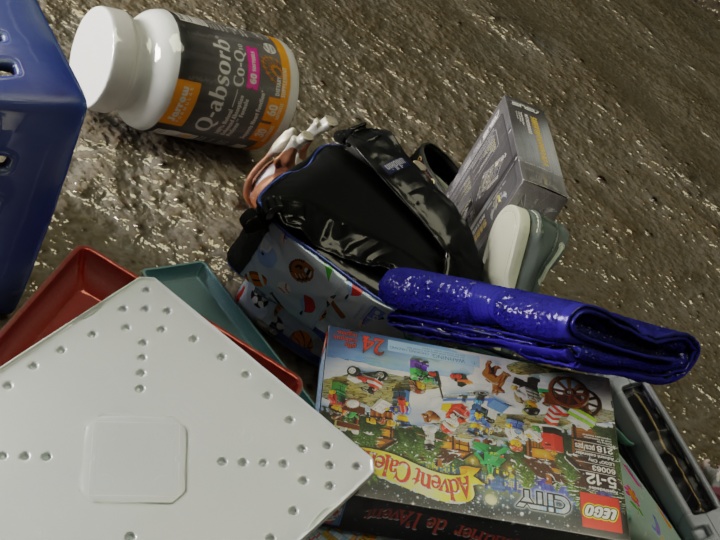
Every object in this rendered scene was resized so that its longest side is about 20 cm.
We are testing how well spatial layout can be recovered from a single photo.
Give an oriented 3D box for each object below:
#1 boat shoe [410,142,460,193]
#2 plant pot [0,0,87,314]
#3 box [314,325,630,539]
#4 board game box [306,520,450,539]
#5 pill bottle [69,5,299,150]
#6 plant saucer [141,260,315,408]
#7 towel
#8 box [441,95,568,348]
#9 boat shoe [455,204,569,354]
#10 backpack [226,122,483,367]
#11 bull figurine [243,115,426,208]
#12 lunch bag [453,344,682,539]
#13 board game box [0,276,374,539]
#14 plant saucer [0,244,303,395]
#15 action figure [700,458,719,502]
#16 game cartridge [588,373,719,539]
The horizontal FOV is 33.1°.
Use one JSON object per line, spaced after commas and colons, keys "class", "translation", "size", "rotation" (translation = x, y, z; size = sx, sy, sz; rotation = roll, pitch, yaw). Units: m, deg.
{"class": "boat shoe", "translation": [0.119, -0.055, 1.304], "size": [0.201, 0.063, 0.073], "rotation": [47, 31, 19]}
{"class": "plant pot", "translation": [-0.322, -0.100, 0.823], "size": [0.179, 0.201, 0.200], "rotation": [-4, 47, -38]}
{"class": "box", "translation": [0.068, 0.113, 0.782], "size": [0.199, 0.038, 0.137], "rotation": [11, 42, -6]}
{"class": "board game box", "translation": [-0.009, 0.209, 0.720], "size": [0.199, 0.041, 0.200], "rotation": [30, 46, 15]}
{"class": "pill bottle", "translation": [-0.168, -0.185, 1.160], "size": [0.199, 0.117, 0.117], "rotation": [6, 40, -38]}
{"class": "plant saucer", "translation": [-0.099, 0.070, 0.961], "size": [0.070, 0.019, 0.200], "rotation": [-9, 50, -49]}
{"class": "towel", "translation": [0.122, 0.043, 0.869], "size": [0.147, 0.050, 0.199], "rotation": [16, -3, -39]}
{"class": "box", "translation": [0.116, -0.042, 1.142], "size": [0.048, 0.201, 0.159], "rotation": [20, 32, -15]}
{"class": "boat shoe", "translation": [0.129, 0.047, 1.037], "size": [0.061, 0.201, 0.073], "rotation": [11, 7, -21]}
{"class": "backpack", "translation": [0.000, 0.000, 1.024], "size": [0.190, 0.155, 0.200], "rotation": [33, 39, 9]}
{"class": "bull figurine", "translation": [-0.010, -0.076, 1.162], "size": [0.199, 0.122, 0.065], "rotation": [10, 38, -25]}
{"class": "lunch bag", "translation": [0.147, 0.157, 0.923], "size": [0.170, 0.122, 0.200], "rotation": [41, 16, -47]}
{"class": "board game box", "translation": [-0.127, 0.113, 0.684], "size": [0.200, 0.026, 0.200], "rotation": [37, 51, 21]}
{"class": "plant saucer", "translation": [-0.159, 0.094, 0.834], "size": [0.199, 0.037, 0.200], "rotation": [32, 36, -3]}
{"class": "action figure", "translation": [0.314, 0.235, 0.976], "size": [0.133, 0.201, 0.149], "rotation": [1, 26, 44]}
{"class": "game cartridge", "translation": [0.240, 0.181, 1.011], "size": [0.041, 0.134, 0.201], "rotation": [-11, 52, -17]}
